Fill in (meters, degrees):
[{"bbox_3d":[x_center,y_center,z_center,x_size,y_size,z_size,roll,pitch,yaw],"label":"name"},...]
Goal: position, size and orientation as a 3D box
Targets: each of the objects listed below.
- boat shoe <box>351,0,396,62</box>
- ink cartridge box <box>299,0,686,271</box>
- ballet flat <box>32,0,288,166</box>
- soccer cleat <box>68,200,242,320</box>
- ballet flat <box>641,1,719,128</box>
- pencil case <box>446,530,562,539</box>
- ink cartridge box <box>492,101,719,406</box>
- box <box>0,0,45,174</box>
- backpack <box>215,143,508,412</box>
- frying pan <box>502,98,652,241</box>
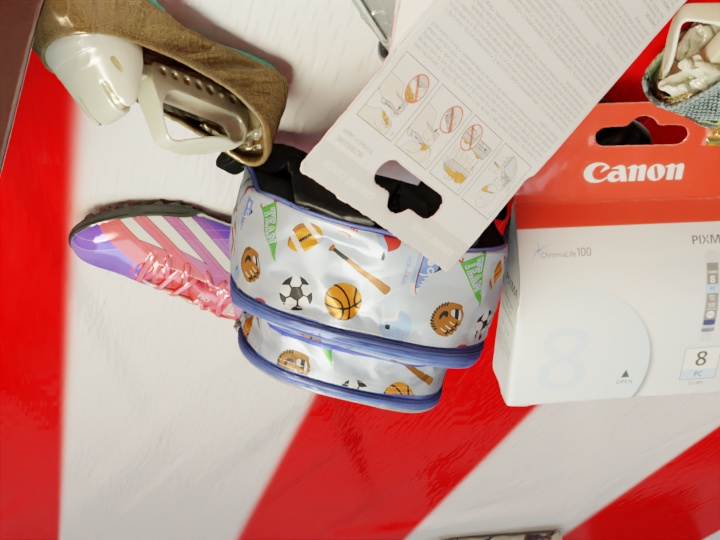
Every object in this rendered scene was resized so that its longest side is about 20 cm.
[{"bbox_3d":[0.043,-0.132,0.749,0.071,0.071,0.201,-3,154,24],"label":"boat shoe"},{"bbox_3d":[0.063,-0.110,0.686,0.200,0.050,0.161,-48,144,8],"label":"ink cartridge box"},{"bbox_3d":[-0.117,-0.106,0.760,0.068,0.073,0.199,-21,151,35],"label":"ballet flat"},{"bbox_3d":[-0.112,-0.001,0.996,0.199,0.074,0.068,7,154,-24],"label":"soccer cleat"},{"bbox_3d":[0.214,-0.140,0.750,0.074,0.075,0.200,3,153,-15],"label":"ballet flat"},{"bbox_3d":[0.201,0.430,2.017,0.198,0.078,0.090,-6,142,3],"label":"pencil case"},{"bbox_3d":[0.175,-0.008,0.879,0.159,0.047,0.201,-2,123,-9],"label":"ink cartridge box"},{"bbox_3d":[-0.281,-0.065,0.675,0.199,0.167,0.164,17,151,-19],"label":"box"},{"bbox_3d":[0.000,0.000,0.838,0.198,0.155,0.191,7,-176,-4],"label":"backpack"},{"bbox_3d":[0.141,-0.070,0.933,0.114,0.031,0.190,-7,159,11],"label":"frying pan"}]
